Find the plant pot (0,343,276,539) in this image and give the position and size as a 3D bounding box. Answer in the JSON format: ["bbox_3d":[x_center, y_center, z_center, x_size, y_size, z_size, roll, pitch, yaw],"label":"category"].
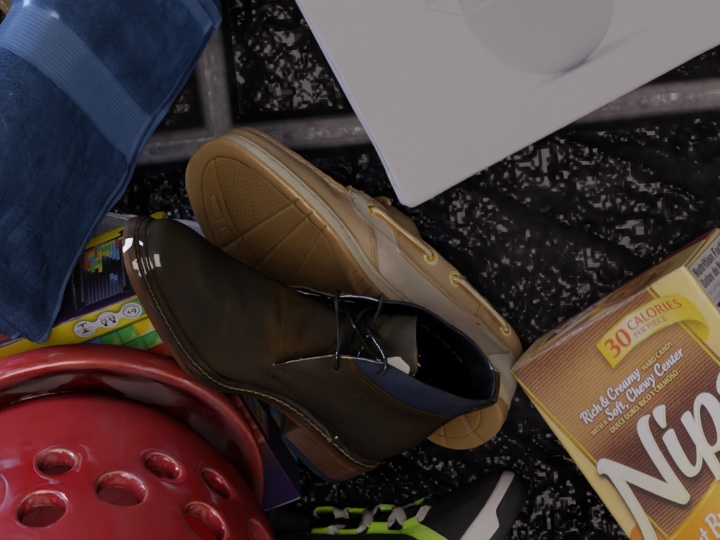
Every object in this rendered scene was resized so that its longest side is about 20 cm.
[{"bbox_3d":[-0.130,0.147,1.344,0.199,0.183,0.201,-6,133,-6],"label":"plant pot"}]

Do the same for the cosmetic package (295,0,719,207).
[{"bbox_3d":[0.056,-0.174,1.346,0.199,0.123,0.201,-27,113,3],"label":"cosmetic package"}]

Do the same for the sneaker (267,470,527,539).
[{"bbox_3d":[-0.012,0.145,1.467,0.200,0.072,0.083,-34,93,11],"label":"sneaker"}]

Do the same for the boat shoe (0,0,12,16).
[{"bbox_3d":[-0.188,-0.180,1.384,0.062,0.073,0.200,-23,112,21],"label":"boat shoe"}]

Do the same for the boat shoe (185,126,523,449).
[{"bbox_3d":[0.000,0.000,1.444,0.200,0.069,0.074,45,131,-9],"label":"boat shoe"}]

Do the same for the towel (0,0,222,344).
[{"bbox_3d":[-0.138,-0.072,1.350,0.048,0.112,0.201,18,69,34],"label":"towel"}]

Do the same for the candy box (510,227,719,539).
[{"bbox_3d":[0.178,0.094,1.426,0.115,0.055,0.200,-33,95,34],"label":"candy box"}]

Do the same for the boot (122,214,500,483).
[{"bbox_3d":[-0.021,0.022,1.359,0.097,0.075,0.200,-21,139,26],"label":"boot"}]

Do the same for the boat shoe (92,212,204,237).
[{"bbox_3d":[-0.128,0.006,1.457,0.199,0.069,0.071,12,98,3],"label":"boat shoe"}]

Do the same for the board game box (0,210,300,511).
[{"bbox_3d":[-0.151,0.076,1.439,0.199,0.057,0.166,-21,131,10],"label":"board game box"}]
